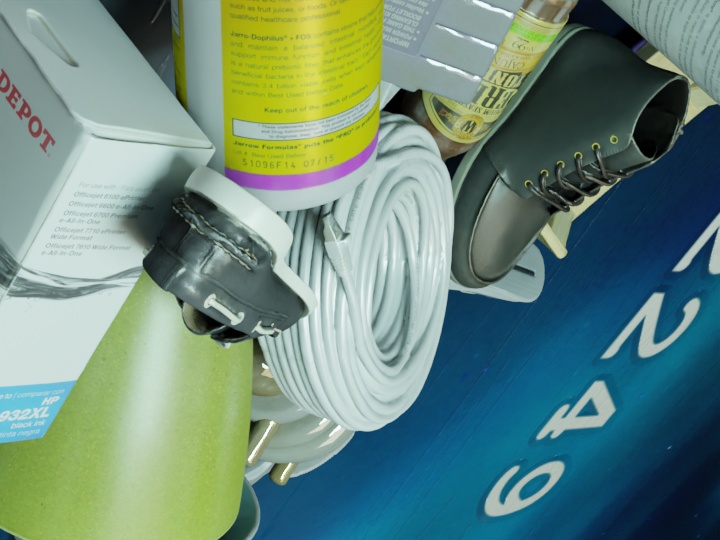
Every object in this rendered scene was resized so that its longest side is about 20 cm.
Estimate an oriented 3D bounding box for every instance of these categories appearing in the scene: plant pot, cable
[{"bbox_3d":[-0.137,0.034,0.866,0.187,0.187,0.201,-4,119,-45],"label":"plant pot"},{"bbox_3d":[0.000,0.000,0.917,0.200,0.069,0.201,-44,136,-58],"label":"cable"}]

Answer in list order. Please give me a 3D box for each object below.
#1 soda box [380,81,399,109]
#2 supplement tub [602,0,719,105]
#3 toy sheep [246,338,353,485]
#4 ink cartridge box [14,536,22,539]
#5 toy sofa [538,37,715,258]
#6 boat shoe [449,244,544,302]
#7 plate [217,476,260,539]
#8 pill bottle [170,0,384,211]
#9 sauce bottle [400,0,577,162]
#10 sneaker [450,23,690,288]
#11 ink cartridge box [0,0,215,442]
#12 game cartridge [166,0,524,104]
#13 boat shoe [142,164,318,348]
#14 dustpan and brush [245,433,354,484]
[{"bbox_3d":[0.030,-0.193,0.811,0.200,0.068,0.064,-63,174,35],"label":"soda box"},{"bbox_3d":[0.241,-0.187,0.941,0.132,0.200,0.132,-28,148,-19],"label":"supplement tub"},{"bbox_3d":[-0.053,0.078,1.043,0.138,0.138,0.200,-38,164,-3],"label":"toy sheep"},{"bbox_3d":[-0.155,0.207,1.028,0.083,0.200,0.146,-5,135,-41],"label":"ink cartridge box"},{"bbox_3d":[0.183,-0.114,1.110,0.200,0.098,0.083,-40,125,1],"label":"toy sofa"},{"bbox_3d":[0.064,-0.013,1.112,0.062,0.072,0.200,-6,158,39],"label":"boat shoe"},{"bbox_3d":[-0.161,0.137,0.927,0.200,0.200,0.026,0,118,-48],"label":"plate"},{"bbox_3d":[-0.039,-0.135,0.697,0.104,0.104,0.201,-22,135,-27],"label":"pill bottle"},{"bbox_3d":[0.070,-0.123,0.969,0.065,0.065,0.200,-8,142,-42],"label":"sauce bottle"},{"bbox_3d":[0.134,-0.065,0.987,0.075,0.106,0.201,22,99,-44],"label":"sneaker"},{"bbox_3d":[-0.181,-0.033,0.733,0.084,0.145,0.200,2,131,-49],"label":"ink cartridge box"},{"bbox_3d":[-0.009,-0.170,0.757,0.199,0.038,0.130,18,130,-15],"label":"game cartridge"},{"bbox_3d":[-0.066,0.007,0.731,0.060,0.074,0.200,-53,174,-9],"label":"boat shoe"},{"bbox_3d":[-0.054,0.132,1.178,0.199,0.057,0.140,-20,145,-30],"label":"dustpan and brush"}]
